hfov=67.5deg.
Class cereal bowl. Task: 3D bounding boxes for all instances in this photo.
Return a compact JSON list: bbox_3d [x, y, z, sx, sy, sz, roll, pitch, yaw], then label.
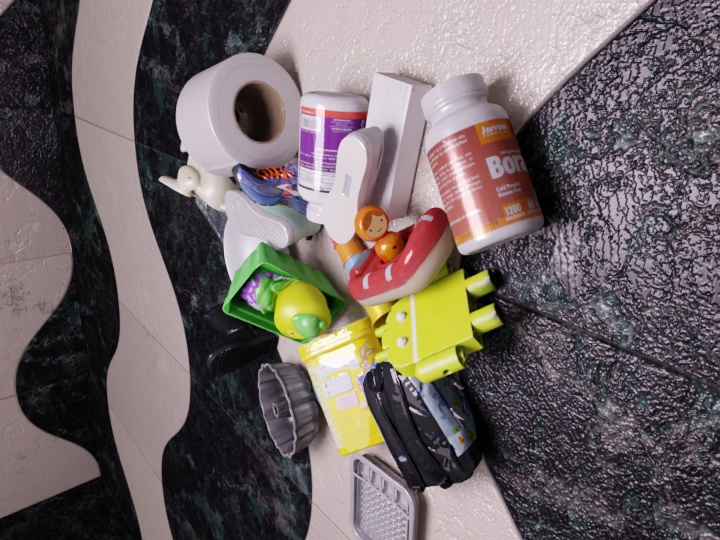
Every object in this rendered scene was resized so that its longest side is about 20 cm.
[{"bbox_3d":[-0.210,-0.032,1.148,0.198,0.082,0.205,18,113,47],"label":"cereal bowl"}]

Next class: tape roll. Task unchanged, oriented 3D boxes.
[{"bbox_3d":[-0.220,-0.281,0.996,0.138,0.200,0.207,4,104,48],"label":"tape roll"}]

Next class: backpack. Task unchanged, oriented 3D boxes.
[{"bbox_3d":[0.088,0.214,0.835,0.201,0.154,0.163,48,140,-1],"label":"backpack"}]

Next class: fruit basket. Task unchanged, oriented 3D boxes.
[{"bbox_3d":[-0.124,0.066,0.957,0.155,0.214,0.217,-43,66,23],"label":"fruit basket"}]

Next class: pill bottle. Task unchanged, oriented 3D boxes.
[{"bbox_3d":[-0.047,-0.185,0.887,0.112,0.111,0.204,26,120,43],"label":"pill bottle"},{"bbox_3d":[0.145,-0.131,0.672,0.111,0.111,0.204,-23,83,50],"label":"pill bottle"}]

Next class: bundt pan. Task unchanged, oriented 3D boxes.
[{"bbox_3d":[-0.150,0.290,1.160,0.201,0.074,0.206,31,126,54],"label":"bundt pan"}]

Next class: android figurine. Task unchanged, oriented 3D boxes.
[{"bbox_3d":[0.103,0.073,0.757,0.198,0.041,0.184,-26,39,27],"label":"android figurine"}]

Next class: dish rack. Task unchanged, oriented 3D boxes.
[{"bbox_3d":[0.047,0.452,1.013,0.170,0.043,0.204,20,116,45],"label":"dish rack"}]

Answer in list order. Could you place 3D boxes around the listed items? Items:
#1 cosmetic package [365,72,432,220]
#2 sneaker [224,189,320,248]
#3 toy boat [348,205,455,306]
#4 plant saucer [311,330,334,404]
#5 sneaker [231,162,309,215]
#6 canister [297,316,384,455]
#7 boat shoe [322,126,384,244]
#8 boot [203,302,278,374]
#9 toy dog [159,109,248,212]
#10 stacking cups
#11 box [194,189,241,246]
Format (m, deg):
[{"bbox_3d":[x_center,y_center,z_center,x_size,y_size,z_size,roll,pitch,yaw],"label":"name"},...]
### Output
[{"bbox_3d":[0.047,-0.187,0.821,0.082,0.050,0.204,36,127,41],"label":"cosmetic package"},{"bbox_3d":[-0.168,-0.105,1.042,0.199,0.117,0.075,30,122,30],"label":"sneaker"},{"bbox_3d":[0.042,-0.039,0.788,0.131,0.131,0.199,48,142,-16],"label":"toy boat"},{"bbox_3d":[-0.042,0.222,1.059,0.198,0.035,0.205,17,113,46],"label":"plant saucer"},{"bbox_3d":[-0.137,-0.159,0.949,0.079,0.198,0.076,-56,51,25],"label":"sneaker"},{"bbox_3d":[-0.010,0.203,0.948,0.146,0.086,0.204,-24,83,18],"label":"canister"},{"bbox_3d":[-0.008,-0.127,0.813,0.071,0.068,0.202,34,138,23],"label":"boat shoe"},{"bbox_3d":[-0.299,0.142,1.226,0.162,0.196,0.074,37,124,29],"label":"boot"},{"bbox_3d":[-0.296,-0.238,1.115,0.192,0.139,0.203,27,95,33],"label":"toy dog"},{"bbox_3d":[0.000,0.000,0.933,0.202,0.060,0.061,60,138,25],"label":"stacking cups"},{"bbox_3d":[-0.317,-0.169,1.262,0.200,0.050,0.159,49,133,30],"label":"box"}]
